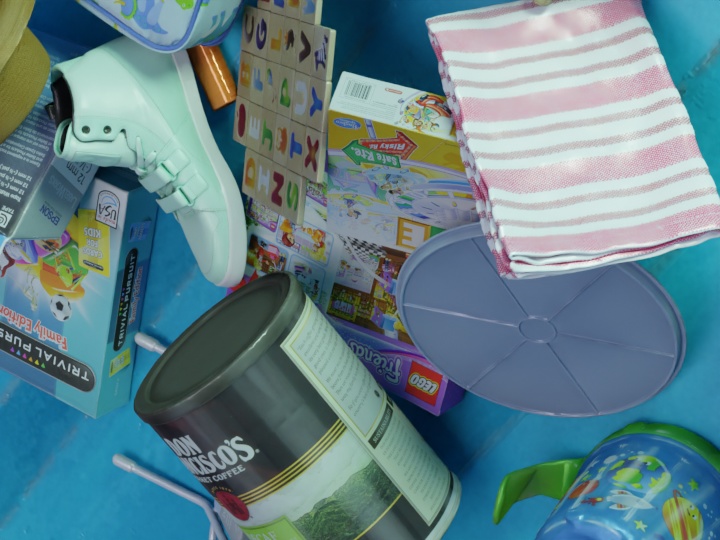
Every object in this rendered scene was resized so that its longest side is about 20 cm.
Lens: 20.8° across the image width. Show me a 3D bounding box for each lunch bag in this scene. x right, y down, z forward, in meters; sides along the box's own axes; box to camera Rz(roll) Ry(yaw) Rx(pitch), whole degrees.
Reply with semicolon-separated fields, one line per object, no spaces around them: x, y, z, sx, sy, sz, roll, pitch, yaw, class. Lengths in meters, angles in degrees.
-0.161;-0.258;1.402;0.199;0.082;0.162;34;119;20;lunch bag

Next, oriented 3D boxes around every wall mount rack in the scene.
-0.130;0.145;1.544;0.174;0.074;0.202;-128;46;-53;wall mount rack

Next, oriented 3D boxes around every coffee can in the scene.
-0.043;0.123;1.392;0.146;0.147;0.200;-27;111;36;coffee can

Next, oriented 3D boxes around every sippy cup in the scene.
0.180;0.187;1.312;0.177;0.130;0.141;-19;95;35;sippy cup

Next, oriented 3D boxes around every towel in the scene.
0.132;-0.093;1.215;0.030;0.145;0.202;91;166;-61;towel

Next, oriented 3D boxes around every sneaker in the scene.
-0.162;-0.070;1.436;0.074;0.117;0.202;-25;85;62;sneaker

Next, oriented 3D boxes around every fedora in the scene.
-0.288;-0.143;1.428;0.199;0.202;0.082;-18;136;36;fedora

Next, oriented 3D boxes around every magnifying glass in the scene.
-0.141;-0.215;1.463;0.079;0.022;0.201;-25;92;36;magnifying glass

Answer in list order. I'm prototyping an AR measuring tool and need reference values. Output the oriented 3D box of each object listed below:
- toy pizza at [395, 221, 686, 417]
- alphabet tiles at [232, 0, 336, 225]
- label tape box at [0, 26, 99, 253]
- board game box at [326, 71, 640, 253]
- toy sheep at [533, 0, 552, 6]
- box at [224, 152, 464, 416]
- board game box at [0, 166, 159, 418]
0.121;0.029;1.314;0.198;0.032;0.201;12;142;10;toy pizza
-0.055;-0.126;1.359;0.200;0.006;0.168;-148;61;-67;alphabet tiles
-0.281;-0.087;1.503;0.142;0.066;0.201;21;77;26;label tape box
0.077;-0.052;1.287;0.198;0.034;0.135;15;147;9;board game box
0.096;-0.252;1.220;0.198;0.138;0.138;20;123;-16;toy sheep
0.000;0.000;1.427;0.199;0.039;0.138;27;118;24;box
-0.245;-0.003;1.583;0.150;0.047;0.202;24;116;26;board game box
